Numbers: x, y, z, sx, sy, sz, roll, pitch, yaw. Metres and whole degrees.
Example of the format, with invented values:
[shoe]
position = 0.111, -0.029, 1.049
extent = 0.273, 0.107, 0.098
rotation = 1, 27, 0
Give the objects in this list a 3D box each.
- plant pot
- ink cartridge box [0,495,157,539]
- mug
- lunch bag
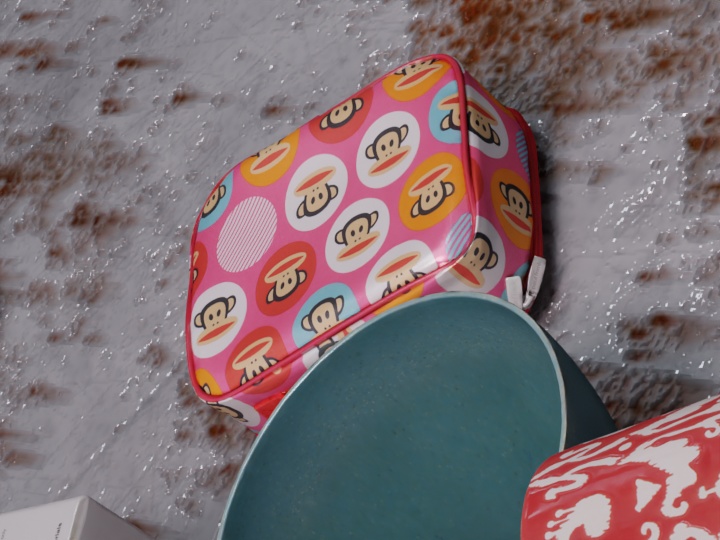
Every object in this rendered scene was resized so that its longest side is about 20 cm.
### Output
[plant pot]
position = 0.051, 0.129, 1.338
extent = 0.200, 0.135, 0.201
rotation = -28, 42, 29
[ink cartridge box]
position = -0.166, 0.193, 1.514
extent = 0.199, 0.144, 0.084
rotation = -14, 50, 42
[mug]
position = 0.186, 0.108, 1.184
extent = 0.199, 0.177, 0.134
rotation = -19, 58, 31
[lunch bag]
position = 0.000, 0.000, 1.546
extent = 0.200, 0.082, 0.177
rotation = -29, 43, 28
